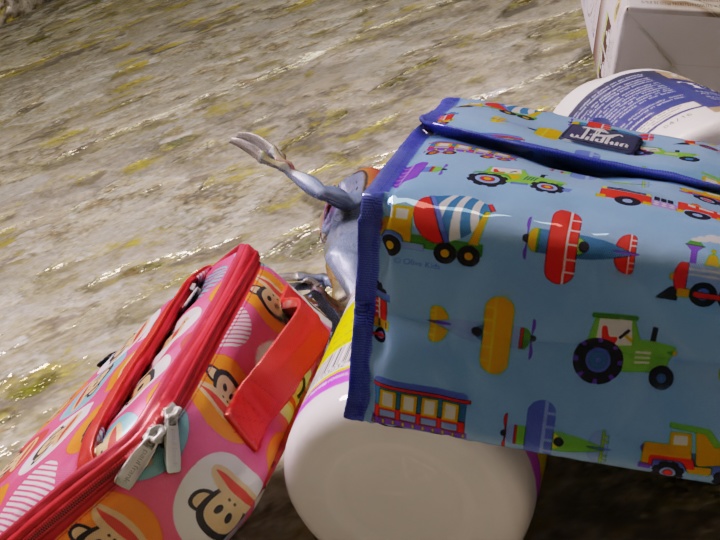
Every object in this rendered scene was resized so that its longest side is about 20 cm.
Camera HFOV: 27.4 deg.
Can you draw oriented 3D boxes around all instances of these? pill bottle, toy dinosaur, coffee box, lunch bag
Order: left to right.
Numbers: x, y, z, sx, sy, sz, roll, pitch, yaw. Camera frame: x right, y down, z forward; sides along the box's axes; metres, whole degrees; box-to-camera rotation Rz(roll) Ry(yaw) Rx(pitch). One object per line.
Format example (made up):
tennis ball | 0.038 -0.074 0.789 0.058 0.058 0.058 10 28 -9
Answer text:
lunch bag | -0.085 0.075 0.661 0.176 0.082 0.200 -40 12 23
toy dinosaur | 0.000 0.000 0.882 0.200 0.105 0.182 23 39 12
pill bottle | 0.042 0.035 0.658 0.104 0.104 0.200 -9 32 25
lunch bag | 0.091 -0.014 0.588 0.150 0.094 0.200 9 27 10
pill bottle | 0.166 -0.049 0.807 0.111 0.111 0.200 -20 19 -3
coffee box | 0.217 -0.181 1.006 0.114 0.080 0.200 4 33 -1

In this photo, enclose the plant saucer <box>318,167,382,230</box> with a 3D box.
plant saucer | 0.071 -0.047 1.008 0.200 0.037 0.200 -16 20 6
